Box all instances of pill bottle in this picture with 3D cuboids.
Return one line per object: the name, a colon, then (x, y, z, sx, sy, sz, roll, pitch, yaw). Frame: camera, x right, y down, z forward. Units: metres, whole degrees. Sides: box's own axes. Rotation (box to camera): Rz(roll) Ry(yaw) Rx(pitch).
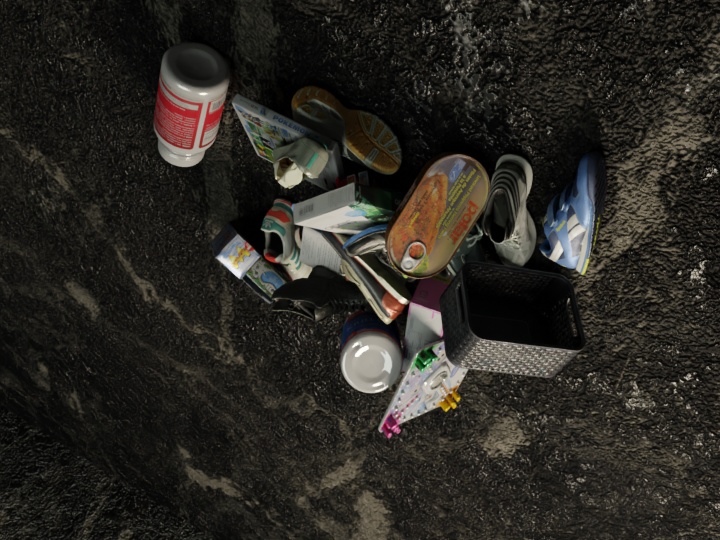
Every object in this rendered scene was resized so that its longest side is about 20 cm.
pill bottle: (0.019, 0.131, 1.393, 0.109, 0.200, 0.115, 0, 106, -1)
pill bottle: (-0.290, -0.273, 1.290, 0.111, 0.113, 0.201, 33, 141, 2)

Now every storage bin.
storage bin: (0.232, 0.077, 1.182, 0.196, 0.138, 0.094, 7, 145, -15)

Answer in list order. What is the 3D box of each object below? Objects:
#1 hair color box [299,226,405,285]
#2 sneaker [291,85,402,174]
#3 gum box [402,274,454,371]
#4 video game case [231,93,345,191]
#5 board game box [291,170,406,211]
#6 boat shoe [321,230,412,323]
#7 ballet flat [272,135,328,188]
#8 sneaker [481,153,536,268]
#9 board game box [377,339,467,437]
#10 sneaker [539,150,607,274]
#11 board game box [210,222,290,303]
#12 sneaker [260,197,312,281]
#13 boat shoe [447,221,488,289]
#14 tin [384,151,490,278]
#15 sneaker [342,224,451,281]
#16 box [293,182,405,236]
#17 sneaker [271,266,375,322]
hair color box: (-0.010, -0.024, 1.374, 0.197, 0.061, 0.101, 27, 141, 11)
sneaker: (-0.021, -0.210, 1.200, 0.198, 0.076, 0.088, 36, 156, 7)
gum box: (0.124, 0.091, 1.344, 0.065, 0.114, 0.202, 18, 139, 12)
video game case: (-0.107, -0.196, 1.235, 0.180, 0.022, 0.200, 28, 169, 11)
board game box: (-0.014, -0.123, 1.248, 0.197, 0.040, 0.157, -10, 167, 32)
boat shoe: (0.000, 0.000, 1.287, 0.200, 0.071, 0.063, 46, 115, 6)
ballet flat: (-0.105, -0.159, 1.168, 0.067, 0.065, 0.199, 31, 169, -17)
sneaker: (0.210, -0.059, 1.131, 0.074, 0.116, 0.203, 12, 136, 26)
board game box: (0.138, 0.195, 1.346, 0.026, 0.198, 0.202, 45, 129, 30)
sneaker: (0.299, -0.081, 1.079, 0.081, 0.074, 0.203, 19, 138, 22)
board game box: (-0.207, -0.008, 1.444, 0.200, 0.062, 0.200, 44, 178, -2)
sneaker: (-0.148, -0.033, 1.442, 0.069, 0.094, 0.202, 14, 137, 24)
boat shoe: (0.159, -0.056, 1.208, 0.061, 0.073, 0.202, -18, 112, 46)
tin: (0.114, -0.083, 1.150, 0.111, 0.042, 0.202, 30, 103, -14)
sneaker: (0.068, -0.026, 1.231, 0.195, 0.085, 0.071, 6, 167, -18)
box: (0.011, -0.089, 1.216, 0.198, 0.037, 0.143, 7, 165, -44)
sneaker: (-0.052, 0.058, 1.356, 0.197, 0.105, 0.061, 22, 141, 17)
